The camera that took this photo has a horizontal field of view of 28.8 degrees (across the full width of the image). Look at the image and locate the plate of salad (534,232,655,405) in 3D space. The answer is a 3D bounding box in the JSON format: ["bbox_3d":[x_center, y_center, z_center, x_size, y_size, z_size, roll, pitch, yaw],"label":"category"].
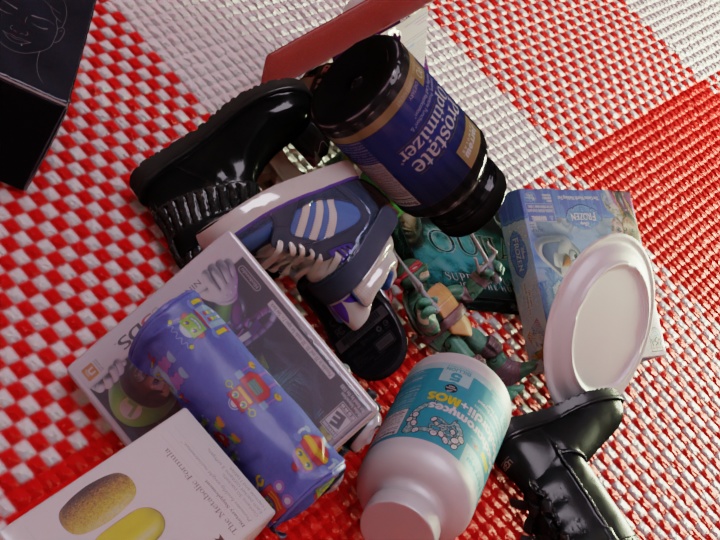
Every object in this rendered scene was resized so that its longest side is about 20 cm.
[{"bbox_3d":[0.249,0.058,1.496,0.048,0.203,0.198,16,18,43],"label":"plate of salad"}]

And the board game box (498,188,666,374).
[{"bbox_3d":[0.252,0.009,1.591,0.198,0.043,0.202,-2,78,-41],"label":"board game box"}]

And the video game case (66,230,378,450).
[{"bbox_3d":[-0.114,0.099,1.166,0.181,0.023,0.200,-40,83,-7],"label":"video game case"}]

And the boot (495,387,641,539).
[{"bbox_3d":[0.225,0.212,1.401,0.196,0.074,0.163,-11,58,-37],"label":"boot"}]

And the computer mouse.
[{"bbox_3d":[0.000,0.000,1.383,0.200,0.140,0.046,49,12,16],"label":"computer mouse"}]

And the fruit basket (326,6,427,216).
[{"bbox_3d":[0.024,-0.160,1.474,0.092,0.203,0.185,9,27,22],"label":"fruit basket"}]

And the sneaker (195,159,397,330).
[{"bbox_3d":[-0.044,-0.007,1.277,0.199,0.080,0.148,-26,91,-45],"label":"sneaker"}]

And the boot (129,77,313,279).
[{"bbox_3d":[-0.103,-0.073,1.348,0.210,0.080,0.158,-35,68,-6],"label":"boot"}]

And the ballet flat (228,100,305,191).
[{"bbox_3d":[-0.094,-0.092,1.453,0.069,0.070,0.201,-15,61,-46],"label":"ballet flat"}]

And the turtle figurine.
[{"bbox_3d":[0.097,0.044,1.440,0.201,0.100,0.150,53,47,-5],"label":"turtle figurine"}]

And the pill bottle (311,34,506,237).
[{"bbox_3d":[0.053,-0.123,1.348,0.200,0.111,0.113,41,31,-35],"label":"pill bottle"}]

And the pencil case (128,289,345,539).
[{"bbox_3d":[-0.099,0.112,1.112,0.078,0.087,0.200,-35,80,-36],"label":"pencil case"}]

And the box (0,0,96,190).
[{"bbox_3d":[-0.361,-0.212,1.288,0.198,0.124,0.198,23,42,-19],"label":"box"}]

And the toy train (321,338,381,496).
[{"bbox_3d":[-0.074,0.098,1.217,0.200,0.114,0.085,44,0,4],"label":"toy train"}]

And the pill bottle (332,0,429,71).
[{"bbox_3d":[0.024,-0.235,1.642,0.111,0.113,0.202,17,43,-26],"label":"pill bottle"}]

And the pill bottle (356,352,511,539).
[{"bbox_3d":[0.064,0.172,1.274,0.110,0.111,0.201,36,38,-4],"label":"pill bottle"}]

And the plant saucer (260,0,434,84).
[{"bbox_3d":[-0.014,-0.257,1.499,0.037,0.198,0.200,61,12,-8],"label":"plant saucer"}]

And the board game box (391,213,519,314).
[{"bbox_3d":[0.123,-0.015,1.577,0.198,0.028,0.137,6,50,-36],"label":"board game box"}]

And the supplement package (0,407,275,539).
[{"bbox_3d":[-0.178,0.211,1.031,0.114,0.110,0.199,46,39,9],"label":"supplement package"}]

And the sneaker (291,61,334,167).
[{"bbox_3d":[-0.046,-0.182,1.497,0.080,0.086,0.201,44,16,-18],"label":"sneaker"}]
